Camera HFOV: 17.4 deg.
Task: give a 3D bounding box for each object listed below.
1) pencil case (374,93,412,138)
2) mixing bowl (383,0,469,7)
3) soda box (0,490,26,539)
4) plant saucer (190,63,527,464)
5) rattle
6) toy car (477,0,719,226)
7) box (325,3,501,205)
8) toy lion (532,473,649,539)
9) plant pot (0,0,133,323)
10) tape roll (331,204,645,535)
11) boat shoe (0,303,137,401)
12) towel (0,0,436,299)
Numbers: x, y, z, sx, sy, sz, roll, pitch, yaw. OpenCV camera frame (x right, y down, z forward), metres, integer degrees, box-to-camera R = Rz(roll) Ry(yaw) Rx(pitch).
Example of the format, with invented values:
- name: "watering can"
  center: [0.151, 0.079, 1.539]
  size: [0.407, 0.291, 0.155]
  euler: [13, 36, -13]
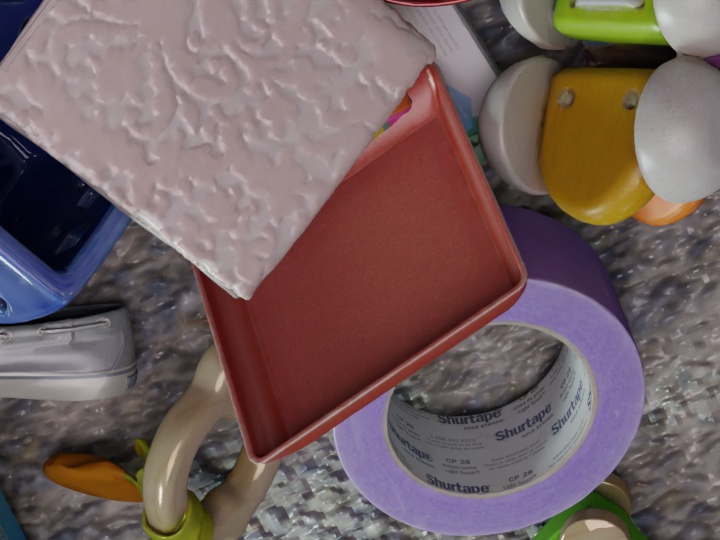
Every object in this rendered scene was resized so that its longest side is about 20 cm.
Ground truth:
- name: "pencil case"
  center: [-0.048, -0.160, 1.404]
  size: [0.088, 0.088, 0.201]
  euler: [-29, 94, 13]
- name: "mixing bowl"
  center: [0.037, -0.266, 1.376]
  size: [0.198, 0.109, 0.202]
  euler: [0, 112, 1]
- name: "soda box"
  center: [-0.272, 0.182, 1.575]
  size: [0.064, 0.068, 0.201]
  euler: [-15, 111, 28]
- name: "plant saucer"
  center: [0.000, 0.000, 1.414]
  size: [0.199, 0.201, 0.037]
  euler: [-35, 134, 14]
- name: "rattle"
  center: [-0.110, 0.073, 1.547]
  size: [0.129, 0.143, 0.202]
  euler: [4, 107, -39]
- name: "toy car"
  center: [0.175, -0.124, 1.409]
  size: [0.149, 0.174, 0.202]
  euler: [7, 90, -44]
- name: "box"
  center: [-0.011, -0.099, 1.481]
  size: [0.199, 0.036, 0.145]
  euler: [-31, 107, 14]
- name: "toy lion"
  center: [0.184, 0.259, 1.604]
  size: [0.199, 0.069, 0.192]
  euler: [30, 117, -9]
- name: "plant pot"
  center: [-0.235, -0.083, 1.399]
  size: [0.200, 0.201, 0.180]
  euler: [41, 144, -13]
- name: "tape roll"
  center: [0.075, 0.064, 1.489]
  size: [0.198, 0.085, 0.201]
  euler: [-4, 125, -6]
- name: "boat shoe"
  center: [-0.244, 0.043, 1.534]
  size: [0.199, 0.070, 0.072]
  euler: [1, 100, -2]
- name: "towel"
  center: [-0.085, -0.114, 1.331]
  size: [0.200, 0.032, 0.192]
  euler: [38, 84, -15]
